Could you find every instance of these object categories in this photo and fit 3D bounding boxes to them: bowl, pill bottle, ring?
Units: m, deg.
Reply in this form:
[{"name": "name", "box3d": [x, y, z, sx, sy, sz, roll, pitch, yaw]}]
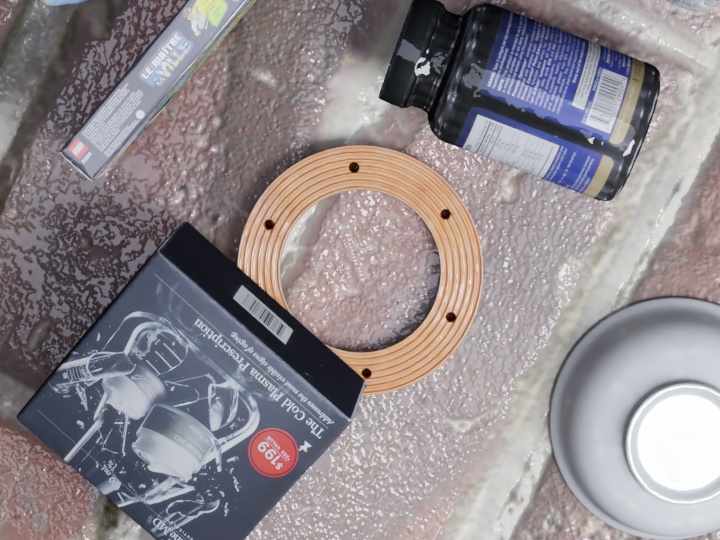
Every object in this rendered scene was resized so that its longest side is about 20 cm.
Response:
[{"name": "bowl", "box3d": [0.251, 0.127, 1.518, 0.199, 0.090, 0.203, 0, 98, 2]}, {"name": "pill bottle", "box3d": [0.120, -0.137, 1.470, 0.198, 0.112, 0.113, 21, 98, -2]}, {"name": "ring", "box3d": [0.000, 0.000, 1.540, 0.198, 0.019, 0.203, 0, 97, 1]}]

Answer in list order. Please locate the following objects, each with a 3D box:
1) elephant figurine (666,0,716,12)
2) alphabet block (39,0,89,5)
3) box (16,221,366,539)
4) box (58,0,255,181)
[{"name": "elephant figurine", "box3d": [0.205, -0.317, 1.442, 0.154, 0.141, 0.202, 28, 82, -31]}, {"name": "alphabet block", "box3d": [-0.251, -0.327, 1.409, 0.199, 0.196, 0.196, 32, 97, -3]}, {"name": "box", "box3d": [-0.130, 0.102, 1.505, 0.200, 0.104, 0.182, 41, 106, -4]}, {"name": "box", "box3d": [-0.148, -0.159, 1.474, 0.035, 0.110, 0.200, 41, 98, -5]}]
